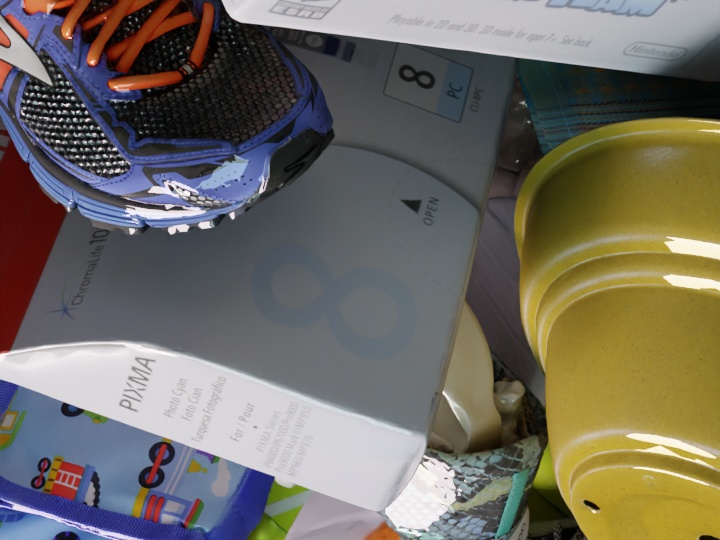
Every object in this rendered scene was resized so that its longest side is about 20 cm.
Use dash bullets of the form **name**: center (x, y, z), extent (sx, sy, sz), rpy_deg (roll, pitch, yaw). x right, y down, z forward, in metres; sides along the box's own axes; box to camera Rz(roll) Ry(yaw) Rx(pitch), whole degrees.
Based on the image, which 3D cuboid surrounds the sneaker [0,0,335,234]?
- **sneaker**: center (-0.086, -0.080, 0.647), extent (0.200, 0.075, 0.079), rpy_deg (35, 154, 31)

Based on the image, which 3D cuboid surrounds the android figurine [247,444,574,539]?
- **android figurine**: center (0.022, 0.089, 0.935), extent (0.182, 0.041, 0.200), rpy_deg (-23, 126, 40)

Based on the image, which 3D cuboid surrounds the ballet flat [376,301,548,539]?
- **ballet flat**: center (0.000, 0.000, 0.758), extent (0.200, 0.074, 0.074), rpy_deg (54, 146, 20)

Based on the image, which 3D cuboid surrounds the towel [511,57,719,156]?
- **towel**: center (0.145, -0.063, 0.719), extent (0.199, 0.022, 0.147), rpy_deg (-1, 137, 22)

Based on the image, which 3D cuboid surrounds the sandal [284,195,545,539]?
- **sandal**: center (0.032, 0.078, 0.802), extent (0.079, 0.208, 0.059), rpy_deg (25, 180, 29)

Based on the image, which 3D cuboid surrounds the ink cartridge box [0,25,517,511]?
- **ink cartridge box**: center (-0.061, -0.033, 0.686), extent (0.199, 0.161, 0.047), rpy_deg (21, 139, -6)

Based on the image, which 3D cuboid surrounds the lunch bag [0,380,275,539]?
- **lunch bag**: center (-0.092, 0.041, 0.824), extent (0.199, 0.151, 0.094), rpy_deg (5, 139, 26)

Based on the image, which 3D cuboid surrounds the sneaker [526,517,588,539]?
- **sneaker**: center (0.072, 0.110, 0.851), extent (0.199, 0.076, 0.114), rpy_deg (12, 142, -4)

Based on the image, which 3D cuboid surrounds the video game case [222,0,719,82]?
- **video game case**: center (0.089, -0.112, 0.569), extent (0.199, 0.024, 0.182), rpy_deg (2, 148, -44)

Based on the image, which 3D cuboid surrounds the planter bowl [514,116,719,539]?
- **planter bowl**: center (0.118, 0.052, 0.678), extent (0.200, 0.084, 0.201), rpy_deg (25, 152, 14)
